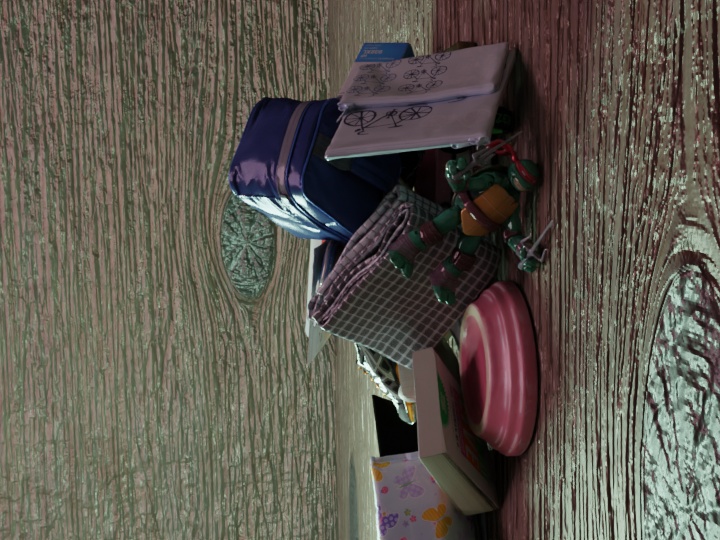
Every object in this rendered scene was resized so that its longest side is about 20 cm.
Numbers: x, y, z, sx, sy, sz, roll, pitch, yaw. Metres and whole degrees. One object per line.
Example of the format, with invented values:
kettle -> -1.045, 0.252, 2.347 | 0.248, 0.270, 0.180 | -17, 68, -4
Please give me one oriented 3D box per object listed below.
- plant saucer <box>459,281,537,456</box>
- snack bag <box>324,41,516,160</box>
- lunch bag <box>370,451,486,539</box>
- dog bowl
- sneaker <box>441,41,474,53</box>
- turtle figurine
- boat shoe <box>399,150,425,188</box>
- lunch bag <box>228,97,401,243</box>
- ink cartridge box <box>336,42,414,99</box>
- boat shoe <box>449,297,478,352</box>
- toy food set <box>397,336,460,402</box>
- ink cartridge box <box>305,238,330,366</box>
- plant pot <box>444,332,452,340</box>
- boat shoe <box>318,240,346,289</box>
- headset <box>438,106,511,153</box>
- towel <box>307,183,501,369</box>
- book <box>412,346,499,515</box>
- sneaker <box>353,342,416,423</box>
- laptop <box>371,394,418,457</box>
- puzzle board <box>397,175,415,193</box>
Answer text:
plant saucer -> 0.153, 0.113, 1.178 | 0.201, 0.050, 0.202 | 179, 90, -82
snack bag -> 0.062, -0.182, 1.093 | 0.200, 0.188, 0.021 | -68, -32, -48
lunch bag -> 0.101, 0.332, 1.346 | 0.200, 0.126, 0.171 | 43, -141, -61
dog bowl -> 0.117, -0.131, 1.321 | 0.200, 0.073, 0.201 | 179, 90, -82
sneaker -> 0.095, -0.249, 1.397 | 0.200, 0.089, 0.068 | 114, 154, -73
turtle figurine -> 0.130, -0.057, 1.075 | 0.200, 0.150, 0.101 | -43, 11, 26
boat shoe -> 0.042, -0.126, 1.344 | 0.091, 0.070, 0.201 | -101, 12, -57
lunch bag -> -0.039, -0.112, 1.211 | 0.200, 0.132, 0.137 | 31, -107, -50
ink cartridge box -> 0.026, -0.220, 1.528 | 0.201, 0.083, 0.145 | -66, -30, -31
boat shoe -> 0.120, 0.048, 1.360 | 0.074, 0.066, 0.201 | 95, 170, -45
toy food set -> 0.094, 0.154, 1.379 | 0.200, 0.060, 0.144 | 56, -159, -48
ink cartridge box -> -0.059, 0.018, 1.363 | 0.200, 0.050, 0.163 | -48, -35, -68
plant pot -> 0.050, 0.028, 1.509 | 0.201, 0.199, 0.184 | 97, 154, -49
boat shoe -> 0.000, 0.000, 1.317 | 0.200, 0.072, 0.073 | -8, -70, -77
headset -> 0.084, -0.187, 1.186 | 0.199, 0.123, 0.095 | 3, 91, 46
towel -> 0.052, 0.016, 1.212 | 0.200, 0.165, 0.086 | -52, 41, 19
book -> 0.110, 0.196, 1.226 | 0.200, 0.048, 0.134 | 53, -152, -52
sneaker -> 0.035, 0.125, 1.404 | 0.078, 0.077, 0.201 | -62, -44, -58
laptop -> 0.075, 0.324, 1.594 | 0.201, 0.115, 0.188 | 97, 170, -49
puzzle board -> 0.040, -0.056, 1.346 | 0.151, 0.017, 0.200 | 49, 155, 21
